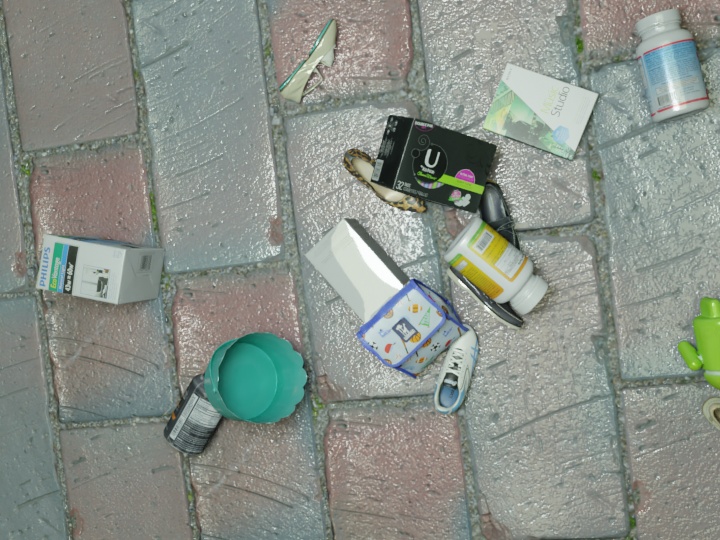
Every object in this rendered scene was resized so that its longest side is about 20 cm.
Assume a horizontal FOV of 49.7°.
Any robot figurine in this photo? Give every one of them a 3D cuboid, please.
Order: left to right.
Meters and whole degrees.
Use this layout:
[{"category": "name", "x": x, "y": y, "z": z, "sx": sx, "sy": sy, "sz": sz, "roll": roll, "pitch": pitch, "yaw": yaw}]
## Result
[{"category": "robot figurine", "x": 0.722, "y": 0.148, "z": 1.521, "sx": 0.175, "sy": 0.116, "sz": 0.201, "roll": -13, "pitch": 91, "yaw": 4}]

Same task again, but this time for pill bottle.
[{"category": "pill bottle", "x": -0.358, "y": 0.310, "z": 1.771, "sx": 0.106, "sy": 0.106, "sz": 0.200, "roll": 32, "pitch": 99, "yaw": 9}, {"category": "pill bottle", "x": 0.278, "y": -0.005, "z": 1.574, "sx": 0.200, "sy": 0.111, "sz": 0.111, "roll": 39, "pitch": 100, "yaw": -1}, {"category": "pill bottle", "x": 0.604, "y": -0.399, "z": 1.519, "sx": 0.108, "sy": 0.109, "sz": 0.201, "roll": -14, "pitch": 90, "yaw": 13}]

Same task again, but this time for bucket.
[{"category": "bucket", "x": -0.235, "y": 0.235, "z": 1.683, "sx": 0.207, "sy": 0.135, "sz": 0.208, "roll": 6, "pitch": 77, "yaw": -29}]

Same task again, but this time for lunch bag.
[{"category": "lunch bag", "x": 0.103, "y": 0.117, "z": 1.601, "sx": 0.170, "sy": 0.200, "sz": 0.124, "roll": -44, "pitch": 50, "yaw": 9}]

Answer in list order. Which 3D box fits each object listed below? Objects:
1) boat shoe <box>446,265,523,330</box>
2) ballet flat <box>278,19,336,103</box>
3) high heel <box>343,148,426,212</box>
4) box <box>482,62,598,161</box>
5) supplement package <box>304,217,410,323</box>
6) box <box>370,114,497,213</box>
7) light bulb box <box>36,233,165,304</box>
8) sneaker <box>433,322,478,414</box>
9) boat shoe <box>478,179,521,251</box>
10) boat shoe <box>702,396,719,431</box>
[{"category": "boat shoe", "x": 0.273, "y": 0.044, "z": 1.636, "sx": 0.200, "sy": 0.073, "sz": 0.063, "roll": 42, "pitch": 104, "yaw": 12}, {"category": "ballet flat", "x": -0.098, "y": -0.451, "z": 1.698, "sx": 0.069, "sy": 0.069, "sz": 0.200, "roll": 41, "pitch": 102, "yaw": 7}, {"category": "high heel", "x": 0.050, "y": -0.182, "z": 1.634, "sx": 0.200, "sy": 0.143, "sz": 0.071, "roll": 38, "pitch": 100, "yaw": 8}, {"category": "box", "x": 0.371, "y": -0.329, "z": 1.611, "sx": 0.199, "sy": 0.036, "sz": 0.145, "roll": 22, "pitch": 97, "yaw": 11}, {"category": "supplement package", "x": 0.000, "y": 0.000, "z": 1.667, "sx": 0.120, "sy": 0.121, "sz": 0.200, "roll": -43, "pitch": 83, "yaw": 11}, {"category": "box", "x": 0.147, "y": -0.216, "z": 1.577, "sx": 0.199, "sy": 0.124, "sz": 0.149, "roll": 13, "pitch": 99, "yaw": -24}, {"category": "light bulb box", "x": -0.581, "y": -0.006, "z": 1.754, "sx": 0.199, "sy": 0.198, "sz": 0.125, "roll": 11, "pitch": 93, "yaw": 10}, {"category": "sneaker", "x": 0.206, "y": 0.212, "z": 1.661, "sx": 0.072, "sy": 0.072, "sz": 0.201, "roll": 14, "pitch": 95, "yaw": 13}, {"category": "boat shoe", "x": 0.287, "y": -0.094, "z": 1.630, "sx": 0.074, "sy": 0.062, "sz": 0.201, "roll": -15, "pitch": 92, "yaw": 11}, {"category": "boat shoe", "x": 0.773, "y": 0.333, "z": 1.547, "sx": 0.200, "sy": 0.065, "sz": 0.072, "roll": 41, "pitch": 101, "yaw": 7}]
